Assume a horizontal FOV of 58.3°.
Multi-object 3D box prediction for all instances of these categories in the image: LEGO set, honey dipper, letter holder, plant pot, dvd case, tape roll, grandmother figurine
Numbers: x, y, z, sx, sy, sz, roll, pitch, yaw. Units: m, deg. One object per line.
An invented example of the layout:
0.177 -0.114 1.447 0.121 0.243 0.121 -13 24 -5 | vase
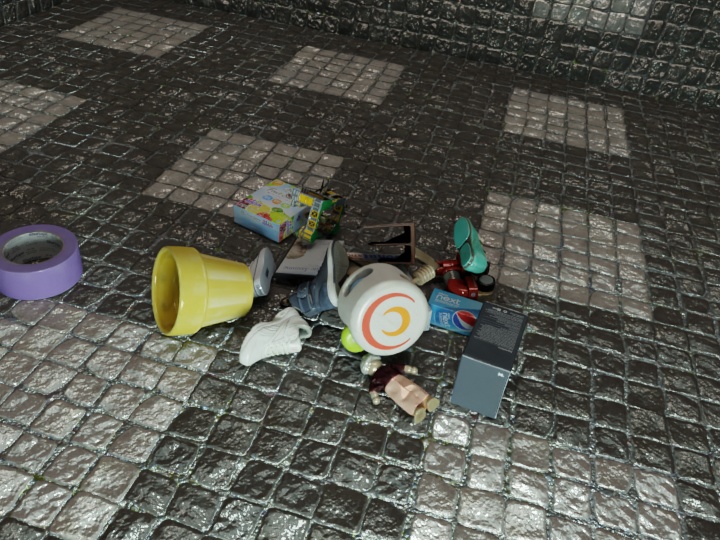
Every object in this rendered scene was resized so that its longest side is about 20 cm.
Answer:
-0.134 -0.166 1.793 0.116 0.154 0.200 25 30 19 | LEGO set
0.101 0.045 1.569 0.200 0.038 0.038 -31 51 -30 | honey dipper
0.062 -0.069 1.649 0.142 0.101 0.200 -1 4 0 | letter holder
-0.358 0.045 1.483 0.189 0.201 0.201 -1 36 -34 | plant pot
-0.134 -0.031 1.717 0.143 0.018 0.200 4 31 12 | dvd case
-0.789 -0.023 1.572 0.200 0.085 0.200 4 38 -3 | tape roll
0.069 0.246 1.395 0.121 0.061 0.200 -28 47 -28 | grandmother figurine

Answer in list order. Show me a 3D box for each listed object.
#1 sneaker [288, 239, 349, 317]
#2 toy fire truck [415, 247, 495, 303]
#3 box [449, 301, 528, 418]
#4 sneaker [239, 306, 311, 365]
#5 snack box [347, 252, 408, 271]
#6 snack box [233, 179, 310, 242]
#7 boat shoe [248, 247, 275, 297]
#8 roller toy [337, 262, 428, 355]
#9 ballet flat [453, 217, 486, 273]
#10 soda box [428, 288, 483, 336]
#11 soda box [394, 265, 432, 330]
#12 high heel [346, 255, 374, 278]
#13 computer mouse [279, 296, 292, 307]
-0.103 0.022 1.564 0.146 0.077 0.202 -25 40 27 | sneaker
0.235 0.013 1.672 0.200 0.129 0.176 -2 38 -2 | toy fire truck
0.284 0.194 1.422 0.107 0.149 0.200 18 38 14 | box
-0.184 0.157 1.451 0.099 0.078 0.200 31 44 23 | sneaker
0.027 -0.018 1.752 0.200 0.024 0.072 2 36 -7 | snack box
-0.241 -0.178 1.880 0.169 0.068 0.200 24 39 21 | snack box
-0.263 0.004 1.638 0.065 0.074 0.200 -16 23 10 | boat shoe
0.049 0.082 1.443 0.200 0.183 0.140 -1 22 -20 | roller toy
0.286 -0.059 1.661 0.070 0.067 0.200 28 33 -21 | ballet flat
0.263 0.114 1.590 0.200 0.064 0.068 17 38 13 | soda box
0.109 0.067 1.621 0.063 0.068 0.200 -9 40 -17 | soda box
0.000 0.000 1.594 0.142 0.071 0.200 25 -8 -21 | high heel
-0.124 0.041 1.643 0.059 0.034 0.200 32 44 27 | computer mouse
